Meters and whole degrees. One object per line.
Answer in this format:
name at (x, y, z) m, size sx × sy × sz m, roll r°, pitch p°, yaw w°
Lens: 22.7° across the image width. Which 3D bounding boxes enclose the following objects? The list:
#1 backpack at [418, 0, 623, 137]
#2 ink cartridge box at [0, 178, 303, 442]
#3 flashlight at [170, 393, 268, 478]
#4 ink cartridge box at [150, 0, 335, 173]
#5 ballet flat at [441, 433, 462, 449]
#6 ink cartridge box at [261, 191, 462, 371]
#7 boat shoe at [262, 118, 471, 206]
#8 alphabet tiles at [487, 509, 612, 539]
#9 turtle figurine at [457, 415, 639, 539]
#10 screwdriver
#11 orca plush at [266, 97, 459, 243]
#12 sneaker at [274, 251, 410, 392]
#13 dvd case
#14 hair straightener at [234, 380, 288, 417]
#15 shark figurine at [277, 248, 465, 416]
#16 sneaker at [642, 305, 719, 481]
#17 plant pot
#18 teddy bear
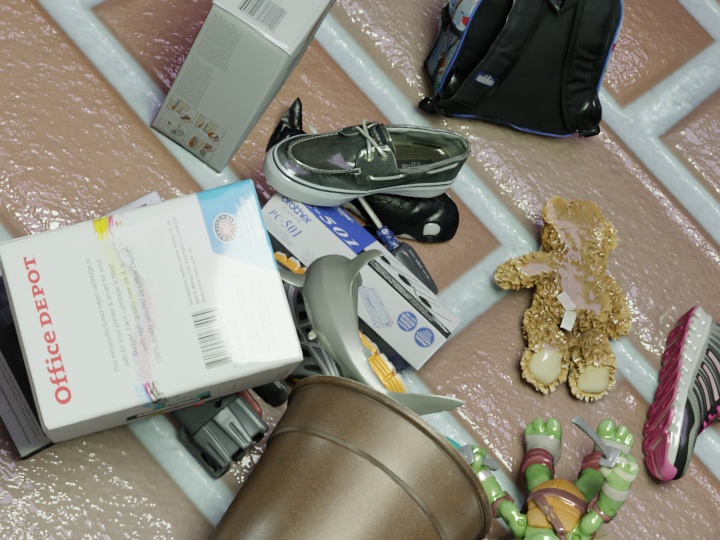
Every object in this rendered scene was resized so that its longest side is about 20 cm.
backpack at (0.169, -0.245, 1.789) m, size 0.200 × 0.191 × 0.154 m, roll 6°, pitch 43°, yaw -23°
ink cartridge box at (-0.166, 0.035, 1.395) m, size 0.200 × 0.146 × 0.147 m, roll -15°, pitch 83°, yaw -10°
flashlight at (-0.159, 0.075, 1.518) m, size 0.200 × 0.068 × 0.068 m, roll 47°, pitch 58°, yaw 7°
ink cartridge box at (-0.092, -0.217, 1.638) m, size 0.084 × 0.200 × 0.176 m, roll 34°, pitch 53°, yaw -3°
ballet flat at (0.042, 0.164, 1.553) m, size 0.200 × 0.067 × 0.067 m, roll 42°, pitch 43°, yaw -38°
ink cartridge box at (0.000, 0.000, 1.624) m, size 0.200 × 0.044 × 0.094 m, roll 43°, pitch 14°, yaw 3°
boat shoe at (0.008, -0.107, 1.608) m, size 0.200 × 0.071 × 0.072 m, roll -5°, pitch 59°, yaw -32°
alphabet tiles at (0.171, 0.292, 1.515) m, size 0.167 × 0.008 × 0.200 m, roll -13°, pitch 41°, yaw -21°
turtle figurine at (0.166, 0.161, 1.539) m, size 0.200 × 0.144 × 0.194 m, roll 55°, pitch 24°, yaw -5°
screwdriver at (0.007, -0.051, 1.669) m, size 0.029 × 0.028 × 0.200 m, roll -44°, pitch 101°, yaw -27°
orca plush at (0.015, -0.100, 1.702) m, size 0.200 × 0.071 × 0.105 m, roll 41°, pitch 53°, yaw 2°
sneaker at (-0.042, 0.062, 1.581) m, size 0.077 × 0.078 × 0.200 m, roll -40°, pitch 70°, yaw -4°
dvd case at (-0.222, 0.043, 1.474) m, size 0.200 × 0.025 × 0.151 m, roll -28°, pitch 85°, yaw -11°
hair straightener at (-0.131, 0.043, 1.574) m, size 0.077 × 0.041 × 0.200 m, roll -34°, pitch 76°, yaw -36°
shark figurine at (0.000, 0.031, 1.456) m, size 0.128 × 0.089 × 0.215 m, roll 32°, pitch 22°, yaw -40°
sneaker at (0.331, 0.125, 1.719) m, size 0.087 × 0.074 × 0.200 m, roll 25°, pitch 49°, yaw -3°
plant pot at (-0.030, 0.222, 1.424) m, size 0.200 × 0.200 × 0.198 m, roll 39°, pitch 60°, yaw 0°
teddy bear at (0.198, 0.031, 1.727) m, size 0.145 × 0.067 × 0.200 m, roll -6°, pitch 71°, yaw -18°
